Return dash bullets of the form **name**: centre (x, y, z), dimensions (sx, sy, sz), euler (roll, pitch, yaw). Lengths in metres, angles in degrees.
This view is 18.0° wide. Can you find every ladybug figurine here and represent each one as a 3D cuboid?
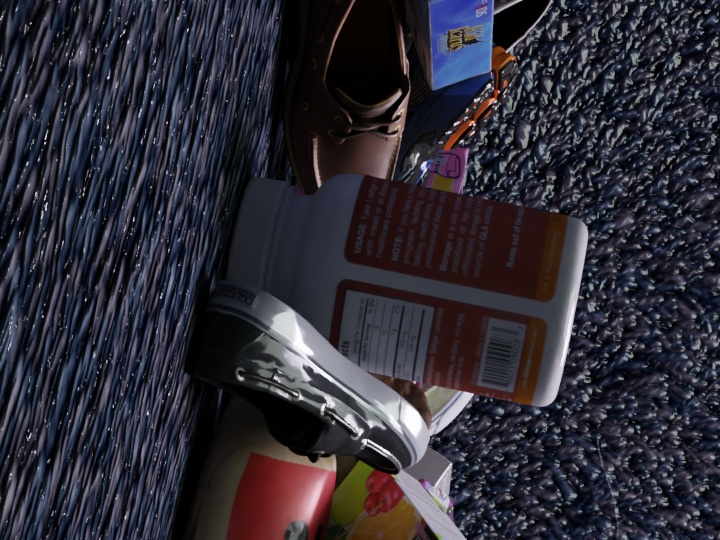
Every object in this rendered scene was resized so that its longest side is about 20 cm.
- **ladybug figurine**: centre (-0.063, 0.167, 1.346), dimensions (0.136, 0.071, 0.202), euler (30, 74, -80)

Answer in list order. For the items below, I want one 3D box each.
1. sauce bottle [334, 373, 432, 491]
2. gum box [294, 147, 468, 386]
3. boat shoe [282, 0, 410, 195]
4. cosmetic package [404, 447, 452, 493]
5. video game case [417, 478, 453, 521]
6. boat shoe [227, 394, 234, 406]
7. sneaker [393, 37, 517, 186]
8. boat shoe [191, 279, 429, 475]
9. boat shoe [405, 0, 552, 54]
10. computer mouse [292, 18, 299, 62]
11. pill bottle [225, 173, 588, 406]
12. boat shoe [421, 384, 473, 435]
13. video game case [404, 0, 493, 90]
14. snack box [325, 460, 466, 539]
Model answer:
- **sauce bottle**: centre (-0.020, 0.140, 1.517), dimensions (0.200, 0.066, 0.066), euler (-52, -162, 46)
- **gum box**: centre (0.000, 0.000, 1.557), dimensions (0.066, 0.113, 0.201), euler (96, 7, -53)
- **boat shoe**: centre (-0.006, -0.107, 1.379), dimensions (0.068, 0.071, 0.201), euler (-118, -155, -54)
- **cosmetic package**: centre (-0.012, 0.227, 1.798), dimensions (0.200, 0.090, 0.107), euler (-51, 162, -24)
- **video game case**: centre (-0.022, 0.251, 1.458), dimensions (0.200, 0.036, 0.182), euler (-35, -147, 29)
- **boat shoe**: centre (-0.061, 0.121, 1.453), dimensions (0.071, 0.072, 0.201), euler (-109, -149, -66)
- **sneaker**: centre (0.013, -0.085, 1.491), dimensions (0.200, 0.078, 0.075), euler (-46, 164, 7)
- **boat shoe**: centre (-0.031, 0.074, 1.286), dimensions (0.200, 0.068, 0.057), euler (42, 65, -45)
- **boat shoe**: centre (0.063, -0.150, 1.565), dimensions (0.200, 0.073, 0.075), euler (-52, 153, -22)
- **computer mouse**: centre (-0.003, -0.184, 1.488), dimensions (0.200, 0.046, 0.142), euler (42, 61, -85)
- **pill bottle**: centre (0.026, 0.006, 1.322), dimensions (0.112, 0.198, 0.113), euler (12, 90, -86)
- **boat shoe**: centre (0.007, 0.095, 1.580), dimensions (0.200, 0.072, 0.062), euler (-38, 157, 1)
- **video game case**: centre (0.033, -0.221, 1.356), dimensions (0.200, 0.045, 0.183), euler (77, -6, -80)
- **snack box**: centre (-0.018, 0.224, 1.386), dimensions (0.200, 0.053, 0.142), euler (-52, -154, 5)
